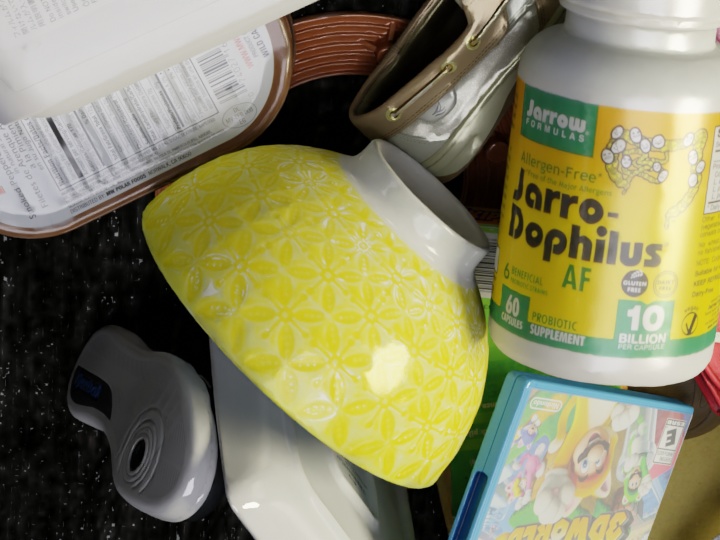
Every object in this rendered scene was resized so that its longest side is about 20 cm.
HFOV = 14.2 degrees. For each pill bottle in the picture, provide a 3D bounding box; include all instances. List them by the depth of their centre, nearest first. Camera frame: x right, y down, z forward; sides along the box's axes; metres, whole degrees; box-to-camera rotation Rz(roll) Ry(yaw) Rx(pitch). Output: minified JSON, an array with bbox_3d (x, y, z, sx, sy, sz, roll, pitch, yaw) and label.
[{"bbox_3d":[0.127,-0.055,1.391,0.112,0.113,0.201,4,106,-10],"label":"pill bottle"}]

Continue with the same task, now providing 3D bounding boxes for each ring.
[{"bbox_3d":[-0.008,-0.043,1.526,0.200,0.019,0.201,-4,120,-7],"label":"ring"}]

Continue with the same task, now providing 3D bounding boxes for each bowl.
[{"bbox_3d":[0.000,0.000,1.433,0.200,0.200,0.108,38,103,-25],"label":"bowl"}]

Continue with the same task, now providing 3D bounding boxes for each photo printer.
[{"bbox_3d":[-0.126,-0.172,1.382,0.199,0.069,0.167,-24,100,6],"label":"photo printer"}]

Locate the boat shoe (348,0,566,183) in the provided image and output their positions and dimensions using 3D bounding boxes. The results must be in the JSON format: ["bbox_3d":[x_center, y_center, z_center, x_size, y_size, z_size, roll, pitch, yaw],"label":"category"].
[{"bbox_3d":[0.065,-0.138,1.440,0.066,0.074,0.200,25,104,-24],"label":"boat shoe"}]

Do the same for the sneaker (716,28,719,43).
[{"bbox_3d":[0.158,-0.143,1.450,0.095,0.079,0.201,-4,102,29],"label":"sneaker"}]

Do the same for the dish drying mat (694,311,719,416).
[{"bbox_3d":[0.244,-0.014,1.525,0.200,0.018,0.077,-42,121,-16],"label":"dish drying mat"}]

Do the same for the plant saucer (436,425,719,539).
[{"bbox_3d":[0.151,0.146,1.643,0.199,0.048,0.200,-13,120,0],"label":"plant saucer"}]

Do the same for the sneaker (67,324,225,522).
[{"bbox_3d":[-0.074,0.088,1.496,0.112,0.200,0.073,24,98,-24],"label":"sneaker"}]

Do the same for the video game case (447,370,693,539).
[{"bbox_3d":[0.093,0.154,1.491,0.143,0.018,0.201,11,101,-47],"label":"video game case"}]

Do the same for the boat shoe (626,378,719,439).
[{"bbox_3d":[0.148,-0.005,1.533,0.073,0.065,0.200,-18,113,8],"label":"boat shoe"}]

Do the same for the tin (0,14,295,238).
[{"bbox_3d":[-0.128,-0.091,1.459,0.200,0.042,0.112,-26,105,7],"label":"tin"}]

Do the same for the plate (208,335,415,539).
[{"bbox_3d":[-0.016,0.106,1.494,0.032,0.200,0.200,-26,128,13],"label":"plate"}]

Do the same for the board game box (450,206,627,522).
[{"bbox_3d":[0.093,0.062,1.527,0.095,0.030,0.201,5,117,15],"label":"board game box"}]

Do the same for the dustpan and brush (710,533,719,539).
[{"bbox_3d":[0.200,0.237,1.652,0.200,0.057,0.140,-43,106,10],"label":"dustpan and brush"}]
